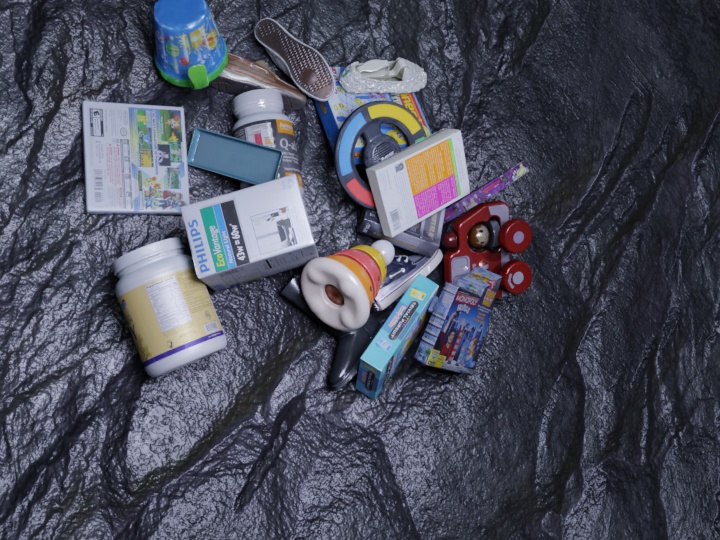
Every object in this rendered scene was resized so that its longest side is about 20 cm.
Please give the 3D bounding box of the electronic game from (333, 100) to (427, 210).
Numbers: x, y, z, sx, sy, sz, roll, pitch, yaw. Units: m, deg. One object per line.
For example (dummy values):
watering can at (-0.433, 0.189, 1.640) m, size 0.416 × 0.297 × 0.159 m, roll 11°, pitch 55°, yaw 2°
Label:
electronic game at (0.041, -0.212, 1.685) m, size 0.198 × 0.042 × 0.202 m, roll -5°, pitch 101°, yaw -27°

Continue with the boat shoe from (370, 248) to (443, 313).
boat shoe at (0.068, -0.009, 1.751) m, size 0.200 × 0.074 × 0.093 m, roll -39°, pitch 102°, yaw -26°

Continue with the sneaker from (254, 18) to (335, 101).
sneaker at (-0.116, -0.398, 1.740) m, size 0.073 × 0.085 × 0.200 m, roll -42°, pitch 81°, yaw 2°

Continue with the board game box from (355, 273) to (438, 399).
board game box at (0.066, 0.124, 1.676) m, size 0.047 × 0.151 × 0.201 m, roll 30°, pitch 65°, yaw 11°

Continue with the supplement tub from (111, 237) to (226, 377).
supplement tub at (-0.322, 0.061, 1.518) m, size 0.144 × 0.145 × 0.202 m, roll -21°, pitch 87°, yaw -27°

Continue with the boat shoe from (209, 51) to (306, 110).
boat shoe at (-0.190, -0.363, 1.718) m, size 0.198 × 0.076 × 0.073 m, roll 17°, pitch 69°, yaw -22°

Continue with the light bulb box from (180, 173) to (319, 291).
light bulb box at (-0.182, -0.059, 1.548) m, size 0.198 × 0.198 × 0.126 m, roll -16°, pitch 83°, yaw -3°

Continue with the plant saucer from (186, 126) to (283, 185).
plant saucer at (-0.223, -0.200, 1.617) m, size 0.019 × 0.198 × 0.071 m, roll 7°, pitch 100°, yaw -62°

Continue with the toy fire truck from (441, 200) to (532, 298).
toy fire truck at (0.239, -0.031, 1.790) m, size 0.166 × 0.112 × 0.202 m, roll -11°, pitch 108°, yaw -22°

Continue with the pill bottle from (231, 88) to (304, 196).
pill bottle at (-0.174, -0.221, 1.668) m, size 0.115 × 0.116 × 0.202 m, roll -6°, pitch 81°, yaw -25°

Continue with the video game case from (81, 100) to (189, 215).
video game case at (-0.398, -0.198, 1.613) m, size 0.180 × 0.022 × 0.202 m, roll -1°, pitch 78°, yaw -25°

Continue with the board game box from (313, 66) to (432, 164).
board game box at (0.021, -0.306, 1.777) m, size 0.194 × 0.056 × 0.202 m, roll -8°, pitch 63°, yaw -26°

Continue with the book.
book at (0.113, -0.164, 1.692) m, size 0.199 × 0.048 × 0.135 m, roll -29°, pitch 117°, yaw -27°

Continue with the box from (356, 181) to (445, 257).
box at (0.089, -0.142, 1.772) m, size 0.157 × 0.048 × 0.202 m, roll 19°, pitch 58°, yaw -11°

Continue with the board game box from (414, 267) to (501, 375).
board game box at (0.183, 0.084, 1.698) m, size 0.199 × 0.061 × 0.202 m, roll 21°, pitch 91°, yaw -57°

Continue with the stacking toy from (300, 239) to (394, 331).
stacking toy at (0.000, 0.000, 1.640) m, size 0.147 × 0.146 × 0.200 m, roll 52°, pitch 49°, yaw -5°

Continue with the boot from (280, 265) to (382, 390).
boot at (-0.068, 0.095, 1.670) m, size 0.200 × 0.065 × 0.165 m, roll 45°, pitch 56°, yaw -12°

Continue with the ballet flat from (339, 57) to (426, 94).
ballet flat at (0.055, -0.380, 1.761) m, size 0.198 × 0.072 × 0.073 m, roll -12°, pitch 83°, yaw -28°

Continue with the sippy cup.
sippy cup at (-0.310, -0.420, 1.618) m, size 0.177 × 0.131 × 0.140 m, roll 34°, pitch 68°, yaw 16°

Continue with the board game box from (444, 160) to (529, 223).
board game box at (0.234, -0.148, 1.790) m, size 0.120 × 0.200 × 0.032 m, roll -38°, pitch 94°, yaw -27°
